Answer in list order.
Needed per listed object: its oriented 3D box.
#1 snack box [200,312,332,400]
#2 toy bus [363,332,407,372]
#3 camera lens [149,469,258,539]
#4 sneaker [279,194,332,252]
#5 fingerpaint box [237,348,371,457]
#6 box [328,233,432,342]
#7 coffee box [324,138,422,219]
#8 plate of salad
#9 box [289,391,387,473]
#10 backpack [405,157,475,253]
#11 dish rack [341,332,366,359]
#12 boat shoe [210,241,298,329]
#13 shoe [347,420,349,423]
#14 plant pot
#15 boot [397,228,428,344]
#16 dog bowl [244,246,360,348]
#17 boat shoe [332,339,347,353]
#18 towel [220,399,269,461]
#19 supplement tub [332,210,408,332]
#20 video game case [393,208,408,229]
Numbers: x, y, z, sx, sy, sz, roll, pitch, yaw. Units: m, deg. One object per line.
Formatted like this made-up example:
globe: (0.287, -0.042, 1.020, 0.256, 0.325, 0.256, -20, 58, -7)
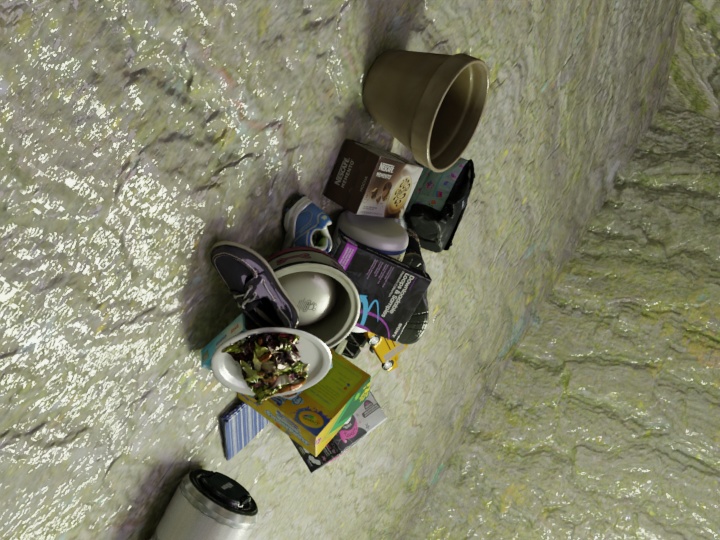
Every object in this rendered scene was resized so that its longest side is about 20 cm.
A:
snack box: (-0.157, 0.150, 1.304, 0.198, 0.038, 0.116, 28, 124, -37)
toy bus: (0.045, 0.134, 1.654, 0.078, 0.065, 0.201, -35, 140, -6)
camera lens: (-0.290, 0.481, 1.404, 0.203, 0.158, 0.160, -61, 156, 0)
sneaker: (-0.096, -0.032, 1.350, 0.076, 0.076, 0.203, -42, 152, -38)
fingerpaint box: (-0.106, 0.218, 1.443, 0.167, 0.198, 0.074, -44, 153, -34)
box: (0.015, 0.036, 1.409, 0.197, 0.036, 0.145, 21, 110, -24)
coffee box: (0.028, -0.167, 1.448, 0.199, 0.079, 0.115, 0, 117, -63)
plate of salad: (-0.143, 0.159, 1.245, 0.202, 0.195, 0.049, 85, -1, -51)
box: (-0.053, 0.333, 1.710, 0.114, 0.133, 0.199, -41, 169, 34)
backpack: (0.172, -0.162, 1.665, 0.168, 0.124, 0.203, 86, 28, -66)
dish rack: (-0.012, 0.099, 1.685, 0.155, 0.054, 0.201, -57, 154, -15)
boat shoe: (-0.163, 0.036, 1.205, 0.201, 0.072, 0.063, 51, 26, -34)
shoe: (-0.094, 0.251, 1.558, 0.197, 0.071, 0.093, 13, 97, -34)
plant pot: (0.103, -0.298, 1.346, 0.200, 0.172, 0.202, -45, 152, -33)
boot: (0.101, 0.031, 1.599, 0.155, 0.072, 0.208, -91, -178, -62)
dog bowl: (-0.101, 0.047, 1.317, 0.195, 0.074, 0.203, -6, 127, -8)
boat shoe: (-0.085, 0.198, 1.636, 0.074, 0.062, 0.203, -52, 170, -44)
towel: (-0.202, 0.271, 1.534, 0.200, 0.024, 0.147, -42, 151, -35)
supplement tub: (0.000, 0.000, 1.491, 0.144, 0.143, 0.204, -19, 133, -56)
video game case: (0.070, -0.020, 1.680, 0.202, 0.023, 0.183, 80, 31, -44)
